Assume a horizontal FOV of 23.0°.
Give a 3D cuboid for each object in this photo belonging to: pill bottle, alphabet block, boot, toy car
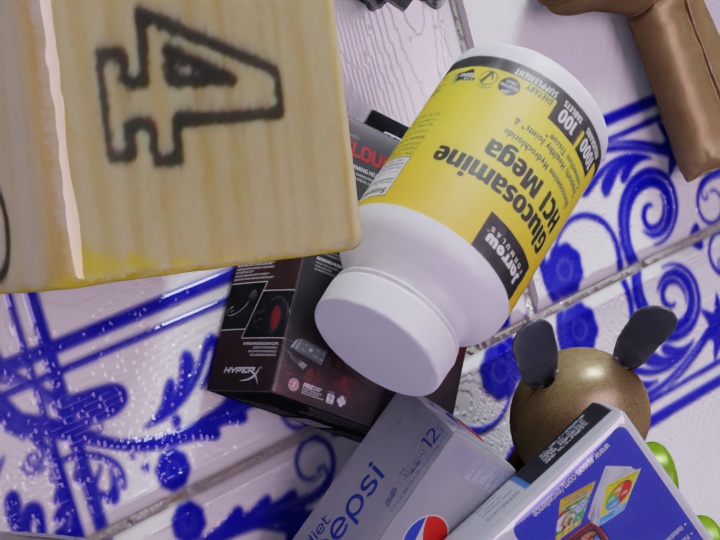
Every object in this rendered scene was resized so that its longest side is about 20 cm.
[{"bbox_3d":[0.058,-0.029,1.054,0.113,0.112,0.201,48,60,-27],"label":"pill bottle"},{"bbox_3d":[-0.136,-0.096,0.944,0.195,0.194,0.203,-9,94,-38],"label":"alphabet block"},{"bbox_3d":[0.224,-0.160,1.331,0.175,0.066,0.202,-35,111,-35],"label":"boot"},{"bbox_3d":[0.147,0.113,1.134,0.162,0.158,0.202,-7,124,-15],"label":"toy car"}]

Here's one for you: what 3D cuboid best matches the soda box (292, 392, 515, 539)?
[{"bbox_3d":[0.004,0.175,1.074,0.063,0.068,0.201,33,93,-37],"label":"soda box"}]

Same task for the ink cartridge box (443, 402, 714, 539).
[{"bbox_3d":[0.132,0.218,1.068,0.197,0.047,0.201,-40,110,-12],"label":"ink cartridge box"}]

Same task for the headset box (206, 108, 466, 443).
[{"bbox_3d":[0.000,0.000,1.126,0.148,0.075,0.202,23,73,-36],"label":"headset box"}]

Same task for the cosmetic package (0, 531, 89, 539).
[{"bbox_3d":[-0.150,0.248,0.971,0.087,0.103,0.201,-45,117,-34],"label":"cosmetic package"}]

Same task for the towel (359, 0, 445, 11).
[{"bbox_3d":[0.006,-0.285,1.145,0.200,0.085,0.167,44,60,-27],"label":"towel"}]
